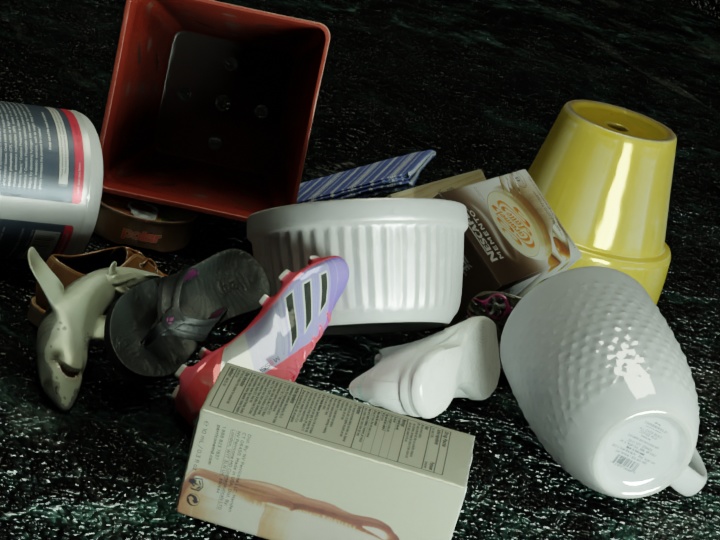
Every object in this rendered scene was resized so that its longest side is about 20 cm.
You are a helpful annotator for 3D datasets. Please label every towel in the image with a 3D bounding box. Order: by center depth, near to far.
[{"bbox_3d":[-0.025,-0.081,1.959,0.198,0.024,0.145,-15,11,15],"label":"towel"}]

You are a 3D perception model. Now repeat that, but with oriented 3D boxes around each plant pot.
[{"bbox_3d":[-0.143,-0.164,1.892,0.198,0.202,0.176,12,6,-1],"label":"plant pot"},{"bbox_3d":[0.256,-0.076,2.064,0.199,0.191,0.201,13,20,-5],"label":"plant pot"}]

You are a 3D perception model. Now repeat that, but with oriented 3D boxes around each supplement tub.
[{"bbox_3d":[-0.341,-0.083,1.678,0.198,0.142,0.140,6,22,-28],"label":"supplement tub"}]

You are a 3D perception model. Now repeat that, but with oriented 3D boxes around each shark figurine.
[{"bbox_3d":[-0.216,0.038,1.556,0.129,0.089,0.214,55,38,7],"label":"shark figurine"}]

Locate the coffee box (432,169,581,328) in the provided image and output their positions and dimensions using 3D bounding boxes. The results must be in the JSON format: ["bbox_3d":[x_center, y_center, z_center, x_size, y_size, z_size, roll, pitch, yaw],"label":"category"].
[{"bbox_3d":[0.129,-0.024,1.914,0.115,0.080,0.199,56,30,9],"label":"coffee box"}]

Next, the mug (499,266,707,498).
[{"bbox_3d":[0.227,0.118,1.611,0.200,0.148,0.176,40,15,-30],"label":"mug"}]

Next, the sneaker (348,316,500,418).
[{"bbox_3d":[0.058,0.083,1.668,0.088,0.076,0.200,-1,5,27],"label":"sneaker"}]

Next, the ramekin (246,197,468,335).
[{"bbox_3d":[0.000,0.000,1.680,0.198,0.106,0.200,-3,-5,0],"label":"ramekin"}]

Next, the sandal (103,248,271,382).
[{"bbox_3d":[-0.137,0.025,1.535,0.076,0.048,0.200,50,39,2],"label":"sandal"}]

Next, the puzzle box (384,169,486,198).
[{"bbox_3d":[0.035,-0.052,1.936,0.199,0.132,0.026,-19,81,-57],"label":"puzzle box"}]

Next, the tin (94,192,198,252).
[{"bbox_3d":[-0.223,-0.070,1.896,0.111,0.042,0.200,7,20,-12],"label":"tin"}]

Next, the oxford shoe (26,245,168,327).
[{"bbox_3d":[-0.190,0.015,1.640,0.199,0.072,0.071,0,23,-42],"label":"oxford shoe"}]

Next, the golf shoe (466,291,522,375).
[{"bbox_3d":[0.190,0.080,1.773,0.199,0.073,0.092,30,15,8],"label":"golf shoe"}]

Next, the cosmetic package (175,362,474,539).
[{"bbox_3d":[-0.024,0.148,1.379,0.198,0.088,0.103,16,18,4],"label":"cosmetic package"}]

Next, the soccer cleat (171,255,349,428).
[{"bbox_3d":[-0.067,0.064,1.526,0.076,0.067,0.200,40,56,15],"label":"soccer cleat"}]
